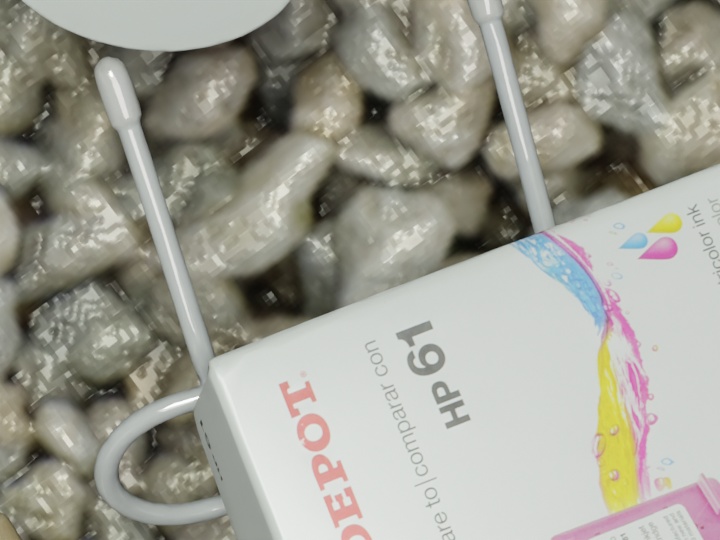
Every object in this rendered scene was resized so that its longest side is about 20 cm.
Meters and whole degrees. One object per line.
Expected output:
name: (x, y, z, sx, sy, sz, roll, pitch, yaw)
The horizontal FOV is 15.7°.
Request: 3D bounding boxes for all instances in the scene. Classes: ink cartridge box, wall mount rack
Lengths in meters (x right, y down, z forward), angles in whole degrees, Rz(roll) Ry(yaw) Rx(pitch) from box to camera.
ink cartridge box: (0.068, 0.064, 0.749, 0.200, 0.085, 0.145, -21, 81, -8)
wall mount rack: (0.000, 0.000, 0.827, 0.200, 0.174, 0.075, -17, 49, -4)

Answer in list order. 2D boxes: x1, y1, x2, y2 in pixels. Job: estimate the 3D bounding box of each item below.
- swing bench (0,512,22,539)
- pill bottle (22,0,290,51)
swing bench: (-0.113, 0.216, 0.787, 0.199, 0.130, 0.200, -36, 122, -36)
pill bottle: (-0.057, -0.172, 0.797, 0.116, 0.116, 0.200, 7, 53, -4)
